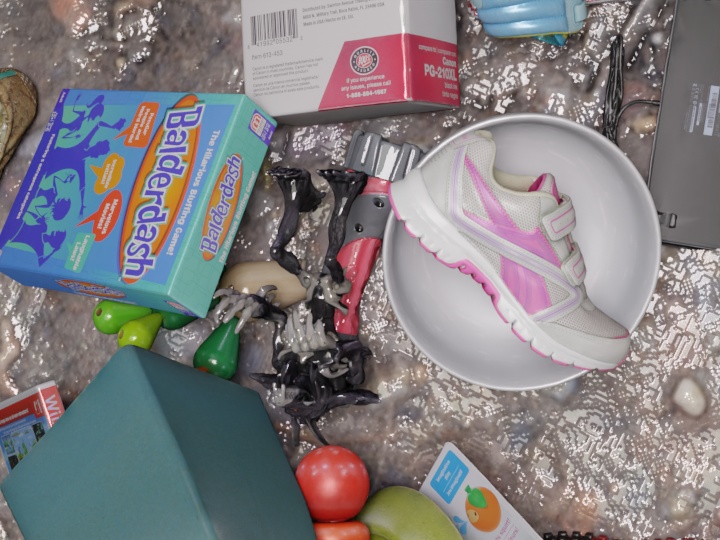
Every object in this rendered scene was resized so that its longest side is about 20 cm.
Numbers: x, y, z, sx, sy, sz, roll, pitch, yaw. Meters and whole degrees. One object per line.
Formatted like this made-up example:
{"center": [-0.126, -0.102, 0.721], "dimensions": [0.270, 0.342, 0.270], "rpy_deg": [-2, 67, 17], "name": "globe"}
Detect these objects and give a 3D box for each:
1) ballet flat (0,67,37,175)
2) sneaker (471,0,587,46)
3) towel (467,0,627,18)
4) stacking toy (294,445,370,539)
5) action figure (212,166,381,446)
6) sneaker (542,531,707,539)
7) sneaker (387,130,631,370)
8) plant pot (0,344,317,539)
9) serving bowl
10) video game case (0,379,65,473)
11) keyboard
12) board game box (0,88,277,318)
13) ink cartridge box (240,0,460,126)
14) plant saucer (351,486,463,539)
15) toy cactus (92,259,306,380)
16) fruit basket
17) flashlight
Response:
{"center": [-0.325, -0.072, 0.998], "dimensions": [0.070, 0.065, 0.203], "rpy_deg": [25, 96, 9], "name": "ballet flat"}
{"center": [0.148, -0.239, 0.889], "dimensions": [0.198, 0.079, 0.132], "rpy_deg": [-33, 116, -11], "name": "sneaker"}
{"center": [0.140, -0.296, 0.928], "dimensions": [0.141, 0.023, 0.204], "rpy_deg": [-5, 92, 9], "name": "towel"}
{"center": [-0.018, 0.224, 0.867], "dimensions": [0.084, 0.085, 0.204], "rpy_deg": [-3, 81, 11], "name": "stacking toy"}
{"center": [-0.044, 0.030, 0.872], "dimensions": [0.117, 0.101, 0.204], "rpy_deg": [6, 94, 37], "name": "action figure"}
{"center": [0.212, 0.240, 0.906], "dimensions": [0.197, 0.078, 0.084], "rpy_deg": [0, 95, 20], "name": "sneaker"}
{"center": [0.114, -0.014, 0.830], "dimensions": [0.199, 0.082, 0.088], "rpy_deg": [41, 104, -12], "name": "sneaker"}
{"center": [-0.113, 0.183, 0.813], "dimensions": [0.141, 0.141, 0.201], "rpy_deg": [-46, 52, 14], "name": "plant pot"}
{"center": [0.114, -0.019, 0.905], "dimensions": [0.196, 0.066, 0.204], "rpy_deg": [0, 107, 1], "name": "serving bowl"}
{"center": [-0.232, 0.192, 0.963], "dimensions": [0.017, 0.142, 0.203], "rpy_deg": [-17, 88, -33], "name": "video game case"}
{"center": [0.231, -0.120, 0.916], "dimensions": [0.125, 0.021, 0.204], "rpy_deg": [9, 92, 5], "name": "keyboard"}
{"center": [-0.170, -0.055, 0.914], "dimensions": [0.198, 0.045, 0.154], "rpy_deg": [7, 70, 36], "name": "board game box"}
{"center": [-0.011, -0.214, 0.904], "dimensions": [0.143, 0.084, 0.204], "rpy_deg": [-2, 91, 32], "name": "ink cartridge box"}
{"center": [0.028, 0.257, 0.887], "dimensions": [0.031, 0.199, 0.204], "rpy_deg": [-4, 91, -31], "name": "plant saucer"}
{"center": [-0.121, 0.031, 0.954], "dimensions": [0.162, 0.103, 0.203], "rpy_deg": [-12, 62, -12], "name": "toy cactus"}
{"center": [0.086, 0.255, 0.880], "dimensions": [0.200, 0.093, 0.187], "rpy_deg": [41, 124, 24], "name": "fruit basket"}
{"center": [0.000, 0.000, 0.939], "dimensions": [0.067, 0.068, 0.203], "rpy_deg": [15, 94, 1], "name": "flashlight"}
